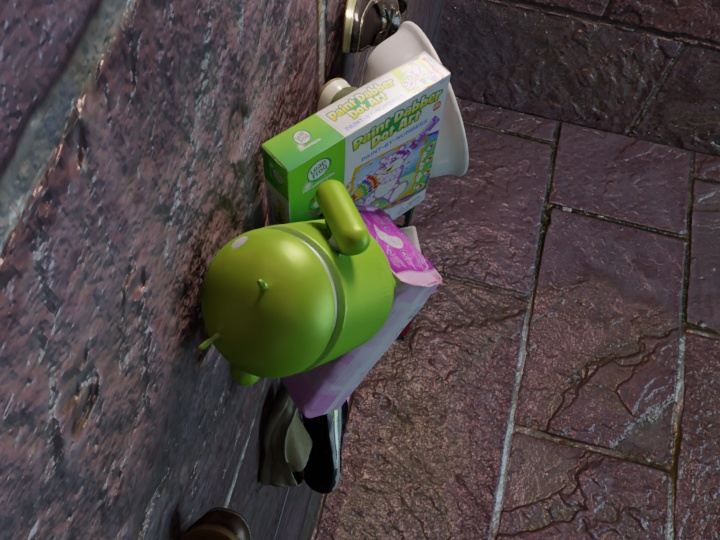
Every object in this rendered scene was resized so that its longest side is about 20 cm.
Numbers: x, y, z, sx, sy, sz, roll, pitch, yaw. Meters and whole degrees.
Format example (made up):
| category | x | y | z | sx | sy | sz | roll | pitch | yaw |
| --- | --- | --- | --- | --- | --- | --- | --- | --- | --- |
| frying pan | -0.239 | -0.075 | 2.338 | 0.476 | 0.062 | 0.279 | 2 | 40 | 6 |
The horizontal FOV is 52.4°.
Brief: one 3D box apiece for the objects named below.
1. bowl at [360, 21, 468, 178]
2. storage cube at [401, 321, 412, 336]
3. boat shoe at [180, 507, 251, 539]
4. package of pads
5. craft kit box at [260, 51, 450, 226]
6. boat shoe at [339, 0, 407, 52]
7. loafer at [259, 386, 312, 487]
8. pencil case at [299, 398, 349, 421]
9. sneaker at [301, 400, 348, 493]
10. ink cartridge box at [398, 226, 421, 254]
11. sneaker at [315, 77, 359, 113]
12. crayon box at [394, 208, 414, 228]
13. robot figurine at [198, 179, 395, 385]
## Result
| category | x | y | z | sx | sy | sz | roll | pitch | yaw |
| --- | --- | --- | --- | --- | --- | --- | --- | --- | --- |
| bowl | 0.051 | -0.194 | 0.904 | 0.201 | 0.090 | 0.202 | 158 | -90 | -86 |
| storage cube | 0.145 | 0.132 | 3.044 | 0.172 | 0.199 | 0.180 | -72 | 180 | -46 |
| boat shoe | -0.140 | 0.286 | 0.706 | 0.070 | 0.070 | 0.201 | -59 | 171 | -53 |
| package of pads | -0.019 | 0.042 | 0.751 | 0.075 | 0.121 | 0.200 | 2 | 132 | -51 |
| craft kit box | -0.005 | -0.097 | 0.747 | 0.199 | 0.049 | 0.198 | -35 | 154 | -22 |
| boat shoe | 0.020 | -0.322 | 0.919 | 0.201 | 0.064 | 0.074 | -70 | 173 | -52 |
| loafer | -0.102 | 0.242 | 1.048 | 0.076 | 0.067 | 0.201 | -76 | 179 | -46 |
| pencil case | -0.066 | 0.256 | 1.434 | 0.200 | 0.090 | 0.094 | 23 | 46 | -84 |
| sneaker | -0.042 | 0.239 | 1.107 | 0.083 | 0.071 | 0.202 | -18 | 116 | -52 |
| ink cartridge box | 0.000 | 0.000 | 0.927 | 0.200 | 0.143 | 0.085 | -136 | -145 | -89 |
| sneaker | -0.012 | -0.116 | 0.865 | 0.067 | 0.090 | 0.201 | -24 | 134 | -38 |
| crayon box | 0.043 | -0.151 | 1.340 | 0.200 | 0.126 | 0.051 | -71 | 173 | -61 |
| robot figurine | -0.047 | 0.019 | 0.595 | 0.176 | 0.116 | 0.200 | -48 | 165 | 24 |
